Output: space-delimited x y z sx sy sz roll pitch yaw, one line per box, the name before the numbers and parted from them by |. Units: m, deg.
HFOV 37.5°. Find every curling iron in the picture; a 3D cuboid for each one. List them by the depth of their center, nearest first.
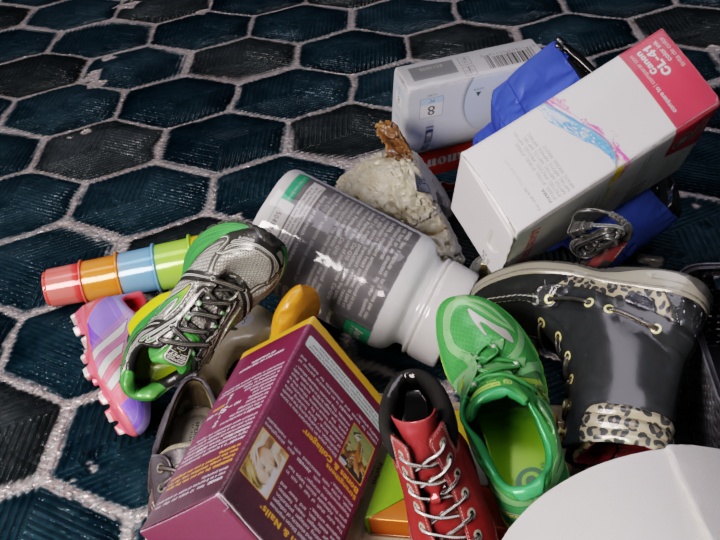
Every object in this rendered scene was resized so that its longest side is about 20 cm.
curling iron | 0.178 0.006 0.899 0.049 0.200 0.026 22 60 4

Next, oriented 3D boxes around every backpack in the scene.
backpack | 0.222 -0.096 1.079 0.168 0.162 0.201 -43 48 20

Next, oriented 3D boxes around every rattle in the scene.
rattle | -0.112 0.041 0.960 0.130 0.143 0.200 -34 44 -8

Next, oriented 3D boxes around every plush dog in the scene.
plush dog | -0.003 -0.051 1.092 0.171 0.161 0.201 -27 30 13

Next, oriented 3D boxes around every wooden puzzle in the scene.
wooden puzzle | 0.086 0.160 0.827 0.198 0.037 0.185 4 34 15

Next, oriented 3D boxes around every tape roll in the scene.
tape roll | 0.177 0.216 0.572 0.201 0.204 0.140 -6 32 0

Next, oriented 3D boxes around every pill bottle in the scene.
pill bottle | 0.000 0.000 0.968 0.199 0.114 0.113 27 40 7

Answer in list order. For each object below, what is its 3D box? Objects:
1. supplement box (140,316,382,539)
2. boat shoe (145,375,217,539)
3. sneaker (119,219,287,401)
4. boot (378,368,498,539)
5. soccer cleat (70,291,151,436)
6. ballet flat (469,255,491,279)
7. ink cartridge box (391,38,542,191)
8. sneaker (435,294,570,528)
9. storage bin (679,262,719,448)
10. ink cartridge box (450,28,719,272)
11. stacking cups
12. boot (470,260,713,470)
supplement box | -0.061 0.145 0.786 0.085 0.111 0.200 -29 20 32
boat shoe | -0.137 0.162 0.837 0.071 0.065 0.201 -6 33 0
sneaker | -0.128 0.039 0.868 0.078 0.200 0.086 31 31 -21
boot | 0.055 0.169 0.686 0.072 0.145 0.201 -16 51 4
soccer cleat | -0.216 0.078 0.979 0.076 0.067 0.200 -26 32 -11
ballet flat | 0.133 0.022 1.007 0.067 0.063 0.201 -2 33 6
ink cartridge box | 0.114 -0.148 1.162 0.159 0.201 0.047 -15 50 -13
sneaker | 0.105 0.091 0.768 0.074 0.084 0.201 -21 53 2
storage bin | 0.333 0.084 0.848 0.134 0.094 0.201 -2 34 6
ink cartridge box | 0.182 -0.092 0.889 0.199 0.148 0.086 -30 76 -6
stacking cups | -0.232 0.002 1.110 0.198 0.061 0.061 -12 33 -5
boot | 0.164 0.074 0.834 0.202 0.074 0.155 0 55 32
